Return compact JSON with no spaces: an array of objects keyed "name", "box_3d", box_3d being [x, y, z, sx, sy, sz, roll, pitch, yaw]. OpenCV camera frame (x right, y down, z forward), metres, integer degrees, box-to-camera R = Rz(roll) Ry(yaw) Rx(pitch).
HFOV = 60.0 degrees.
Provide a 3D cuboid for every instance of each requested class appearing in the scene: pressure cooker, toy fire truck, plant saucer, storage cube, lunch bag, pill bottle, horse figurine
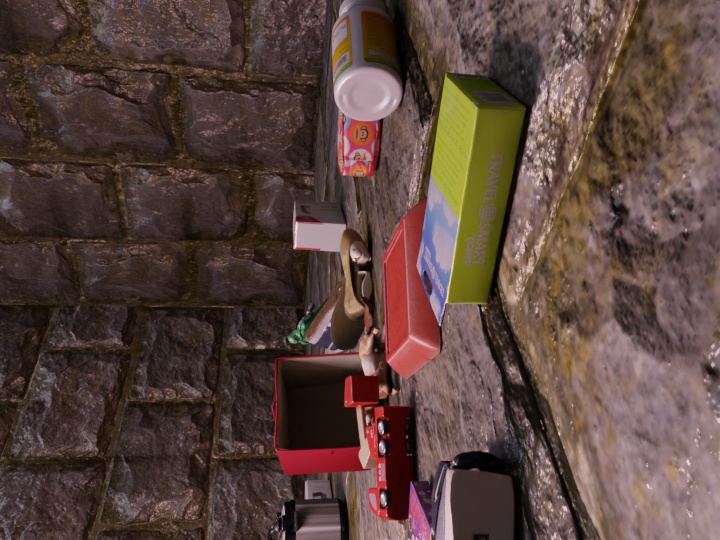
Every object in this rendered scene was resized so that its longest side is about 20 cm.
[{"name":"pressure cooker","box_3d":[-0.136,0.671,1.578,0.179,0.196,0.180,-162,75,-81]},{"name":"toy fire truck","box_3d":[0.025,0.249,0.901,0.141,0.048,0.204,146,126,-61]},{"name":"plant saucer","box_3d":[0.062,0.031,0.847,0.200,0.036,0.204,113,157,-69]},{"name":"storage cube","box_3d":[-0.063,0.271,1.161,0.181,0.196,0.174,92,174,-60]},{"name":"lunch bag","box_3d":[-0.009,-0.296,1.236,0.177,0.080,0.204,-106,19,-67]},{"name":"pill bottle","box_3d":[0.008,-0.356,1.022,0.112,0.109,0.203,104,165,-58]},{"name":"horse figurine","box_3d":[0.025,0.149,1.044,0.133,0.049,0.203,116,152,-59]}]

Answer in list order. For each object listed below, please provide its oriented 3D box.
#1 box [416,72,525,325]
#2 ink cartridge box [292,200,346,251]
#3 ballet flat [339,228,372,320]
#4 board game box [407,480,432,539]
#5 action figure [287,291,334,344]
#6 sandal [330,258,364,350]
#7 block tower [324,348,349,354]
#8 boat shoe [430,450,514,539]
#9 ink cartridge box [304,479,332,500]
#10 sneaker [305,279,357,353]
[{"name":"box","box_3d":[0.095,-0.066,0.577,0.123,0.047,0.203,-102,15,-61]},{"name":"ink cartridge box","box_3d":[-0.122,-0.131,1.795,0.201,0.142,0.085,-107,21,-66]},{"name":"ballet flat","box_3d":[0.000,0.000,1.262,0.063,0.068,0.204,-30,57,47]},{"name":"board game box","box_3d":[0.083,0.336,0.681,0.200,0.032,0.122,-126,42,-77]},{"name":"action figure","box_3d":[-0.101,0.120,1.515,0.199,0.054,0.120,-34,-51,-42]},{"name":"sandal","box_3d":[-0.014,0.070,1.332,0.070,0.076,0.216,56,-143,-69]},{"name":"block tower","box_3d":[-0.064,0.219,1.651,0.201,0.053,0.059,105,165,-58]},{"name":"boat shoe","box_3d":[0.091,0.254,0.518,0.093,0.073,0.204,98,180,-78]},{"name":"ink cartridge box","box_3d":[-0.126,0.760,1.902,0.200,0.082,0.149,-118,30,-74]},{"name":"sneaker","box_3d":[-0.031,0.106,1.431,0.201,0.108,0.070,-53,20,21]}]
